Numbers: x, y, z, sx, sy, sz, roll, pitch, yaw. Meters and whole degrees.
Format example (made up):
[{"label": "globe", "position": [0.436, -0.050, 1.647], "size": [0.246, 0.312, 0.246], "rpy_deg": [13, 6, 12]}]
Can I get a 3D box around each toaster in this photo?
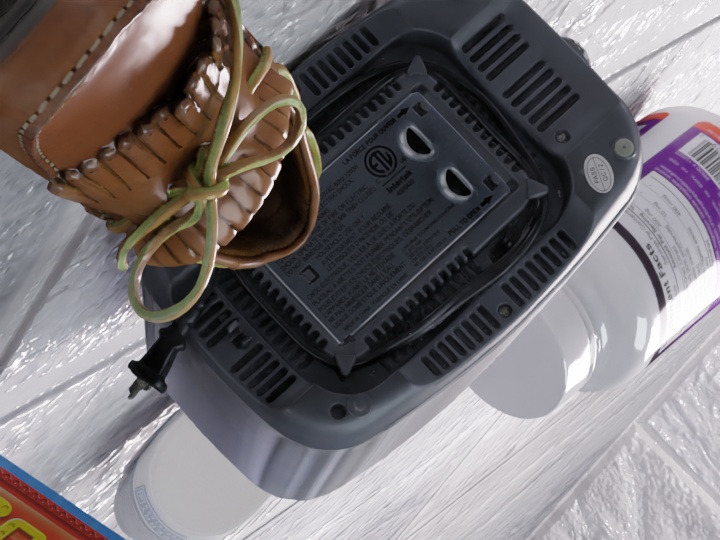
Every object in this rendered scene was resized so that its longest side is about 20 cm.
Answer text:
[{"label": "toaster", "position": [0.000, 0.000, 0.799], "size": [0.200, 0.114, 0.129], "rpy_deg": [-43, 171, -18]}]

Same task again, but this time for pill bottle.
[{"label": "pill bottle", "position": [0.137, -0.002, 1.275], "size": [0.200, 0.111, 0.112], "rpy_deg": [-35, 165, -39]}]

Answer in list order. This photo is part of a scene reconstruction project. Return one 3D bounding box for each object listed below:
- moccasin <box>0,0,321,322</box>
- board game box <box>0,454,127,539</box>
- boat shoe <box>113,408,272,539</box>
[{"label": "moccasin", "position": [-0.048, -0.034, 0.592], "size": [0.074, 0.078, 0.201], "rpy_deg": [-44, 169, -4]}, {"label": "board game box", "position": [-0.124, 0.161, 0.699], "size": [0.195, 0.199, 0.056], "rpy_deg": [-36, 143, -38]}, {"label": "boat shoe", "position": [-0.029, 0.054, 1.019], "size": [0.200, 0.072, 0.068], "rpy_deg": [-46, -168, -30]}]
